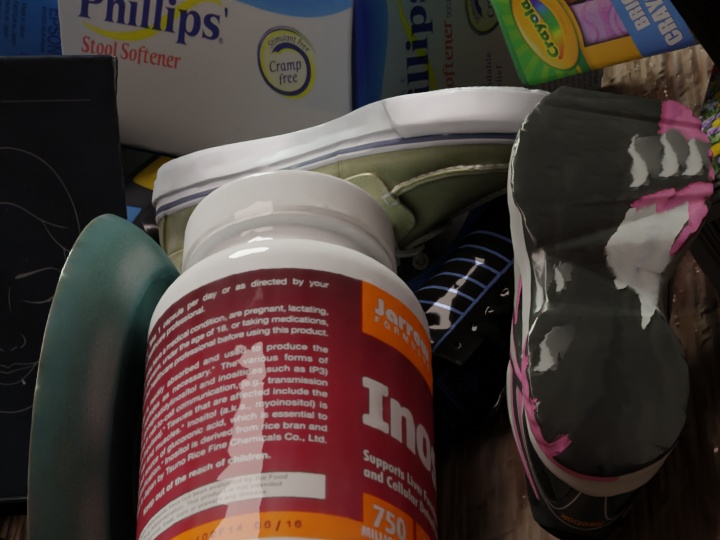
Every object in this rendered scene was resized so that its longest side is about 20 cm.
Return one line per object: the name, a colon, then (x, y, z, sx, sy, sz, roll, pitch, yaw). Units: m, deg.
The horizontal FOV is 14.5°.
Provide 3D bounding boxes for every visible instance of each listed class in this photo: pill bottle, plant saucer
pill bottle: (-0.027, 0.063, 1.074, 0.113, 0.113, 0.200, -24, 45, 26)
plant saucer: (-0.092, 0.077, 1.138, 0.027, 0.200, 0.200, 1, 33, 11)

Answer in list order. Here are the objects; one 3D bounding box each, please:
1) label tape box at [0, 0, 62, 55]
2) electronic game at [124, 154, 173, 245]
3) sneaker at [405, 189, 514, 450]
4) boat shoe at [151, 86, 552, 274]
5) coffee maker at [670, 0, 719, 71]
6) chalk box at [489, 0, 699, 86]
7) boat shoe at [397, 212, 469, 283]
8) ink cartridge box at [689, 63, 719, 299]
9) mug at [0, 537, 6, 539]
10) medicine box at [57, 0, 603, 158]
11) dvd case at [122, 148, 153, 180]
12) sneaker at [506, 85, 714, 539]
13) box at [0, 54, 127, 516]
label tape box: (-0.156, -0.157, 1.458, 0.063, 0.144, 0.200, 12, 47, 1)
electronic game: (-0.049, -0.014, 1.352, 0.200, 0.042, 0.200, -14, 40, 12)
sneaker: (0.054, 0.021, 1.180, 0.200, 0.070, 0.078, -38, 32, 2)
boat shoe: (0.002, -0.029, 1.187, 0.200, 0.072, 0.062, -13, 74, 31)
coffee maker: (0.177, -0.058, 0.975, 0.192, 0.200, 0.135, -41, 23, -12)
chalk box: (0.120, -0.161, 1.208, 0.200, 0.124, 0.125, -12, 15, 40)
boat shoe: (0.000, 0.000, 1.246, 0.200, 0.060, 0.074, -18, 47, 10)
ink cartridge box: (0.200, -0.078, 1.175, 0.109, 0.050, 0.200, -22, 27, 30)
mug: (-0.226, 0.160, 1.203, 0.153, 0.149, 0.187, -15, 44, 25)
medicine box: (-0.012, -0.122, 1.345, 0.182, 0.103, 0.200, 12, 26, 36)
dvd case: (-0.086, -0.113, 1.471, 0.022, 0.146, 0.200, 20, 23, 23)
sneaker: (0.084, 0.017, 1.079, 0.086, 0.080, 0.200, 103, -179, -49)
box: (-0.209, 0.012, 1.251, 0.200, 0.197, 0.124, -2, -8, -22)
